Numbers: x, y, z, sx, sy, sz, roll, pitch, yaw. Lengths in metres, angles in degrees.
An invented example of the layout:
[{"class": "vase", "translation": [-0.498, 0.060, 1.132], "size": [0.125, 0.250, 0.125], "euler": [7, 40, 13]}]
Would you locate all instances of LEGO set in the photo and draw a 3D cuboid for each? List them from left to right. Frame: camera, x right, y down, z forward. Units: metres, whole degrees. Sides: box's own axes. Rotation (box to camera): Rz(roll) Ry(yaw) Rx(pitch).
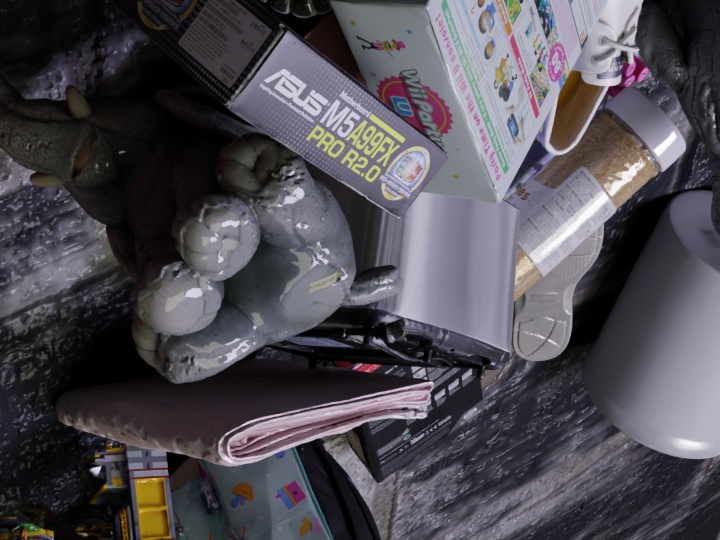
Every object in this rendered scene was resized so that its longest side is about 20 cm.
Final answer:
[{"class": "LEGO set", "translation": [-0.212, 0.185, 1.028], "size": [0.152, 0.117, 0.200], "euler": [-3, 157, -17]}]

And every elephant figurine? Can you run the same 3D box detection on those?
[{"class": "elephant figurine", "translation": [-0.101, -0.048, 0.758], "size": [0.141, 0.200, 0.156], "euler": [-37, 140, -14]}, {"class": "elephant figurine", "translation": [0.268, -0.152, 1.023], "size": [0.142, 0.155, 0.201], "euler": [-52, -174, 46]}]

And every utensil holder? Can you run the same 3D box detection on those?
[{"class": "utensil holder", "translation": [0.326, 0.049, 1.367], "size": [0.169, 0.170, 0.201], "euler": [-11, 136, -38]}]

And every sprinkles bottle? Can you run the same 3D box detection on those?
[{"class": "sprinkles bottle", "translation": [0.158, -0.052, 1.108], "size": [0.200, 0.068, 0.068], "euler": [-42, 148, 2]}]

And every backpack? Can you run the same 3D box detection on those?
[{"class": "backpack", "translation": [-0.055, 0.227, 1.105], "size": [0.153, 0.200, 0.176], "euler": [-33, 148, -6]}]

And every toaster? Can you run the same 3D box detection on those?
[{"class": "toaster", "translation": [0.000, 0.000, 0.939], "size": [0.180, 0.199, 0.120], "euler": [18, 76, -53]}]

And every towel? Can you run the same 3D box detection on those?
[{"class": "towel", "translation": [-0.080, 0.094, 0.986], "size": [0.190, 0.199, 0.033], "euler": [-7, 96, -42]}]

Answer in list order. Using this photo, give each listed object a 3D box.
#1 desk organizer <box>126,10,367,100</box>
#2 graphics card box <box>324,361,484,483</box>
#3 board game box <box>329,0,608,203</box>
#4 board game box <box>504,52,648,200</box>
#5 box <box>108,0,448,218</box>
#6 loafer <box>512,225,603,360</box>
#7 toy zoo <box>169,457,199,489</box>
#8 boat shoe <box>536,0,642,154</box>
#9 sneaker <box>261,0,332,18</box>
[{"class": "desk organizer", "translation": [-0.050, -0.120, 0.855], "size": [0.200, 0.072, 0.077], "euler": [-43, 146, 3]}, {"class": "graphics card box", "translation": [0.039, 0.089, 1.220], "size": [0.125, 0.051, 0.201], "euler": [-34, 146, -12]}, {"class": "board game box", "translation": [0.076, -0.163, 0.803], "size": [0.201, 0.064, 0.148], "euler": [-59, 143, -28]}, {"class": "board game box", "translation": [0.111, -0.109, 1.081], "size": [0.200, 0.026, 0.199], "euler": [-52, 146, 15]}, {"class": "box", "translation": [-0.066, -0.119, 0.715], "size": [0.044, 0.200, 0.160], "euler": [-52, 146, 7]}, {"class": "loafer", "translation": [0.161, -0.010, 1.235], "size": [0.071, 0.063, 0.201], "euler": [3, 133, -4]}, {"class": "toy zoo", "translation": [-0.097, 0.196, 1.231], "size": [0.131, 0.020, 0.200], "euler": [-45, 148, 5]}, {"class": "boat shoe", "translation": [0.158, -0.156, 0.953], "size": [0.070, 0.070, 0.201], "euler": [-8, 146, -27]}, {"class": "sneaker", "translation": [-0.018, -0.241, 0.751], "size": [0.089, 0.078, 0.202], "euler": [-65, 168, -64]}]
